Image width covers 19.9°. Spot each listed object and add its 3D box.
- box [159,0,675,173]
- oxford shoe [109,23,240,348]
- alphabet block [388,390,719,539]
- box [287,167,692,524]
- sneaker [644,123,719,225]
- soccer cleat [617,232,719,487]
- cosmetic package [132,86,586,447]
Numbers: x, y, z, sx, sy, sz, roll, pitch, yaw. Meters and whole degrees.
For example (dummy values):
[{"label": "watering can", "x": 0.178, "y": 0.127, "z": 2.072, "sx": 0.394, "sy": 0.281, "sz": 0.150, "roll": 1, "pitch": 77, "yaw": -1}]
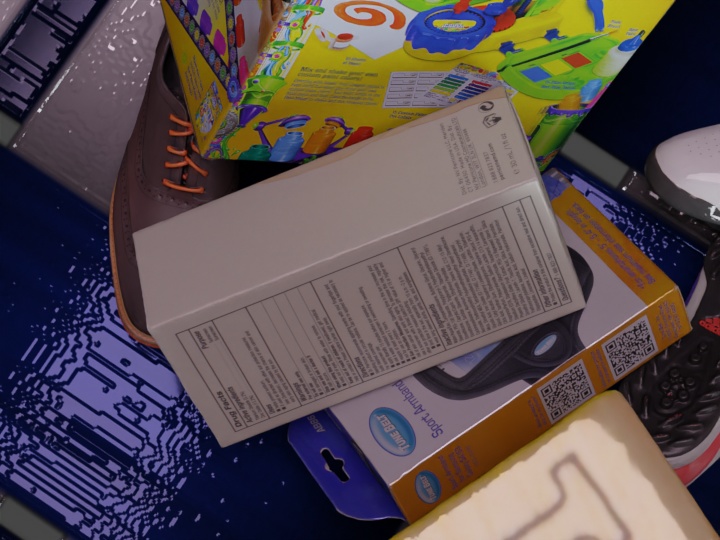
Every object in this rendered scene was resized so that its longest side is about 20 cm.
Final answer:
[{"label": "box", "x": 0.033, "y": -0.153, "z": 0.989, "sx": 0.199, "sy": 0.193, "sz": 0.123, "roll": 2, "pitch": 55, "yaw": -29}, {"label": "oxford shoe", "x": -0.095, "y": -0.061, "z": 1.074, "sx": 0.071, "sy": 0.073, "sz": 0.202, "roll": 7, "pitch": 79, "yaw": -1}, {"label": "alphabet block", "x": 0.086, "y": 0.200, "z": 0.972, "sx": 0.196, "sy": 0.195, "sz": 0.201, "roll": -33, "pitch": 83, "yaw": -9}, {"label": "box", "x": 0.054, "y": 0.041, "z": 1.047, "sx": 0.199, "sy": 0.042, "sz": 0.119, "roll": -33, "pitch": 45, "yaw": -9}, {"label": "sneaker", "x": 0.252, "y": -0.078, "z": 1.056, "sx": 0.200, "sy": 0.108, "sz": 0.068, "roll": 4, "pitch": 44, "yaw": -11}, {"label": "soccer cleat", "x": 0.196, "y": 0.038, "z": 1.076, "sx": 0.068, "sy": 0.073, "sz": 0.200, "roll": 30, "pitch": 61, "yaw": 23}, {"label": "cosmetic package", "x": 0.000, "y": 0.000, "z": 1.009, "sx": 0.199, "sy": 0.104, "sz": 0.073, "roll": -20, "pitch": 46, "yaw": 6}]
